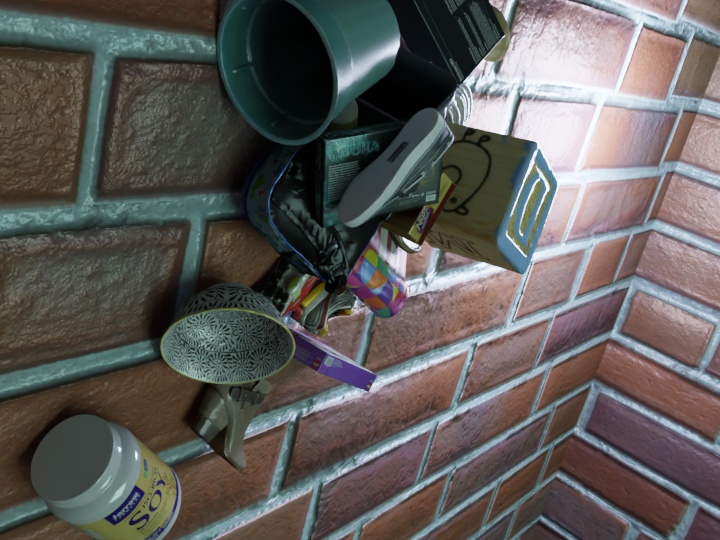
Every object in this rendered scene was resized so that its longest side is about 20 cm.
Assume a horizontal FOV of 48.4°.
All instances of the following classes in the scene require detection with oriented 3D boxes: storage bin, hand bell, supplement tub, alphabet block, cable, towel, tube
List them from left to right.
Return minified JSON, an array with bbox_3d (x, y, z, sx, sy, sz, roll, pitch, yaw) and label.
[{"bbox_3d":[-0.358,0.303,1.138,0.146,0.145,0.200,-50,146,-19],"label":"supplement tub"},{"bbox_3d":[-0.027,-0.206,1.261,0.058,0.052,0.200,-39,166,-12],"label":"tube"},{"bbox_3d":[0.042,-0.080,1.474,0.200,0.023,0.145,43,47,-56],"label":"towel"},{"bbox_3d":[0.052,-0.264,1.270,0.146,0.199,0.135,-47,156,-22],"label":"storage bin"},{"bbox_3d":[0.127,-0.267,1.472,0.200,0.069,0.201,-36,139,-36],"label":"cable"},{"bbox_3d":[0.160,-0.399,1.428,0.199,0.104,0.105,-25,134,-28],"label":"hand bell"},{"bbox_3d":[0.213,-0.129,1.427,0.196,0.199,0.197,37,73,-59],"label":"alphabet block"}]

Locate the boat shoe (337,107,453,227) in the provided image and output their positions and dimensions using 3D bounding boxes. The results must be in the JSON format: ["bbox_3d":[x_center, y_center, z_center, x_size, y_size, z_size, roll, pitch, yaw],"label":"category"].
[{"bbox_3d":[0.053,-0.130,1.106,0.200,0.072,0.068,-51,131,-4],"label":"boat shoe"}]

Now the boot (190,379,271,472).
[{"bbox_3d":[-0.208,0.250,1.384,0.146,0.070,0.200,-52,147,-20],"label":"boot"}]

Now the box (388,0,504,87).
[{"bbox_3d":[0.133,-0.421,1.305,0.141,0.079,0.200,-50,126,-22],"label":"box"}]

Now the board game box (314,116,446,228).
[{"bbox_3d":[0.029,-0.143,1.144,0.199,0.028,0.136,-14,125,-26],"label":"board game box"}]

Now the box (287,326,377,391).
[{"bbox_3d":[-0.070,0.156,1.444,0.039,0.136,0.200,-61,147,-3],"label":"box"}]

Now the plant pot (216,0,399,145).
[{"bbox_3d":[-0.057,-0.301,1.091,0.196,0.199,0.201,-40,142,-43],"label":"plant pot"}]

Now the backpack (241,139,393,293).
[{"bbox_3d":[-0.080,-0.102,1.217,0.200,0.147,0.184,44,75,-38],"label":"backpack"}]

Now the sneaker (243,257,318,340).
[{"bbox_3d":[-0.130,0.052,1.343,0.200,0.077,0.085,-48,150,-20],"label":"sneaker"}]

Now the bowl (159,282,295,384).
[{"bbox_3d":[-0.199,0.081,1.214,0.201,0.199,0.095,67,14,-51],"label":"bowl"}]

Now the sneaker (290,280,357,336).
[{"bbox_3d":[-0.034,0.040,1.444,0.200,0.082,0.078,-45,176,-20],"label":"sneaker"}]

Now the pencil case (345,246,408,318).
[{"bbox_3d":[0.000,0.000,1.363,0.200,0.088,0.089,44,75,-35],"label":"pencil case"}]

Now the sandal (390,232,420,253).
[{"bbox_3d":[0.081,-0.114,1.475,0.081,0.054,0.201,-63,141,-49],"label":"sandal"}]

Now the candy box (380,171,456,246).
[{"bbox_3d":[0.046,-0.134,1.334,0.117,0.199,0.056,-59,144,-4],"label":"candy box"}]
